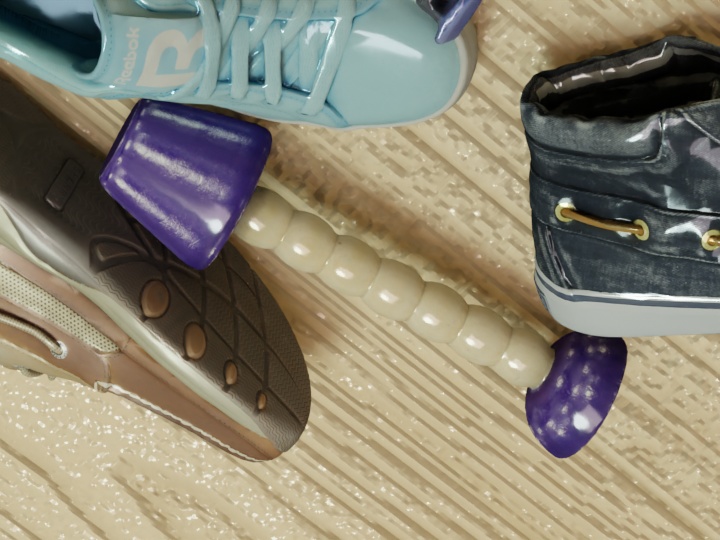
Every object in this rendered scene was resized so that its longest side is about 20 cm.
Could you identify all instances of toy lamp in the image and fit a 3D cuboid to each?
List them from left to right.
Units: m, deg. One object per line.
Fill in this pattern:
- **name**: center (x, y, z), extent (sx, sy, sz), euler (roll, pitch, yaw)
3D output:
- **toy lamp**: center (0.000, 0.000, 0.738), extent (0.199, 0.058, 0.058), euler (30, 122, -13)

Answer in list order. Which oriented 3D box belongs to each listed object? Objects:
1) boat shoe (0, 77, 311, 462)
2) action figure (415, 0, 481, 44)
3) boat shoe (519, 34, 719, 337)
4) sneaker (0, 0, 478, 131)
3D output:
- **boat shoe**: center (-0.105, 0.004, 0.750), extent (0.200, 0.076, 0.072), euler (40, 124, -6)
- **action figure**: center (0.037, -0.157, 0.602), extent (0.192, 0.105, 0.201), euler (29, 116, 5)
- **boat shoe**: center (0.151, -0.029, 0.685), extent (0.198, 0.071, 0.092), euler (-4, 126, 13)
- **sneaker**: center (-0.059, -0.077, 0.680), extent (0.198, 0.082, 0.074), euler (13, 125, -1)
